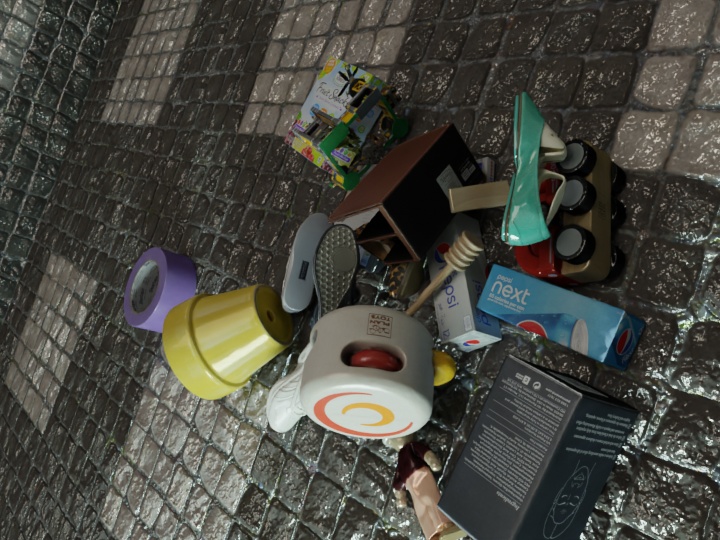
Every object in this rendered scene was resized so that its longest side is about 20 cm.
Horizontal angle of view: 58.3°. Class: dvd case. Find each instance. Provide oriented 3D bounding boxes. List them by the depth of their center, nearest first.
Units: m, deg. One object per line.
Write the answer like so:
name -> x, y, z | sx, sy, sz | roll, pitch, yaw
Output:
dvd case -> 0.000, -0.101, 1.159 | 0.143, 0.018, 0.200 | 10, 77, 57

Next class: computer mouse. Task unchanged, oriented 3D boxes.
computer mouse -> 0.000, 0.000, 1.136 | 0.200, 0.034, 0.059 | -53, 45, 17

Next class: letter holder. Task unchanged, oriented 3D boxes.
letter holder -> 0.065, -0.107, 0.959 | 0.142, 0.101, 0.200 | -10, 34, 51

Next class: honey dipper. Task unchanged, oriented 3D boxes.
honey dipper -> 0.101, 0.029, 0.923 | 0.200, 0.038, 0.038 | -53, 44, 27

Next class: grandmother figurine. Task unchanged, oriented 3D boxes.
grandmother figurine -> 0.082, 0.295, 0.920 | 0.121, 0.061, 0.200 | -51, 42, 28

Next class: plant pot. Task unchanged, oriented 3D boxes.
plant pot -> -0.239, 0.119, 1.230 | 0.189, 0.201, 0.201 | -27, 56, 19

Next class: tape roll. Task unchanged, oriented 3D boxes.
tape roll -> -0.495, 0.050, 1.588 | 0.200, 0.085, 0.200 | -20, 61, 41

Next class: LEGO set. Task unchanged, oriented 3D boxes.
LEGO set -> -0.025, -0.253, 1.156 | 0.200, 0.154, 0.116 | -53, 45, 1

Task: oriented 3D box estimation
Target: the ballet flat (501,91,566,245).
ballet flat -> 0.218, -0.125, 0.796 | 0.070, 0.067, 0.200 | 4, 76, 17

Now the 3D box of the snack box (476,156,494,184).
snack box -> 0.129, -0.126, 1.059 | 0.200, 0.024, 0.072 | -11, 65, 43

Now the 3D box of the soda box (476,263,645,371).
soda box -> 0.252, 0.057, 0.832 | 0.200, 0.064, 0.068 | 25, 93, 48

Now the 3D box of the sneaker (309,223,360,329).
sneaker -> -0.042, 0.031, 1.070 | 0.146, 0.077, 0.203 | 122, 151, -84

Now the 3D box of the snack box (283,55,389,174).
snack box -> -0.049, -0.307, 1.282 | 0.169, 0.068, 0.200 | 41, 103, 47

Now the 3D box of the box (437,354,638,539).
box -> 0.208, 0.219, 0.751 | 0.107, 0.148, 0.200 | 27, 94, 48

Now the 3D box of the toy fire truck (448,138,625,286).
toy fire truck -> 0.230, -0.070, 0.866 | 0.200, 0.129, 0.176 | -12, 67, 49

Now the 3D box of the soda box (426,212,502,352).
soda box -> 0.148, 0.013, 0.952 | 0.063, 0.068, 0.200 | -29, 55, 38

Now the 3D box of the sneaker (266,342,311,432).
sneaker -> -0.090, 0.214, 1.116 | 0.200, 0.078, 0.099 | -57, 47, 14

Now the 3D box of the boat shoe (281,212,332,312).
boat shoe -> -0.110, -0.015, 1.228 | 0.065, 0.074, 0.200 | -29, 38, 66

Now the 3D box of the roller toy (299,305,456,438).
roller toy -> 0.014, 0.139, 0.907 | 0.200, 0.182, 0.140 | -21, 44, 33

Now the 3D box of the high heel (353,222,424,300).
high heel -> 0.029, -0.013, 0.999 | 0.142, 0.071, 0.200 | 1, 33, 19
